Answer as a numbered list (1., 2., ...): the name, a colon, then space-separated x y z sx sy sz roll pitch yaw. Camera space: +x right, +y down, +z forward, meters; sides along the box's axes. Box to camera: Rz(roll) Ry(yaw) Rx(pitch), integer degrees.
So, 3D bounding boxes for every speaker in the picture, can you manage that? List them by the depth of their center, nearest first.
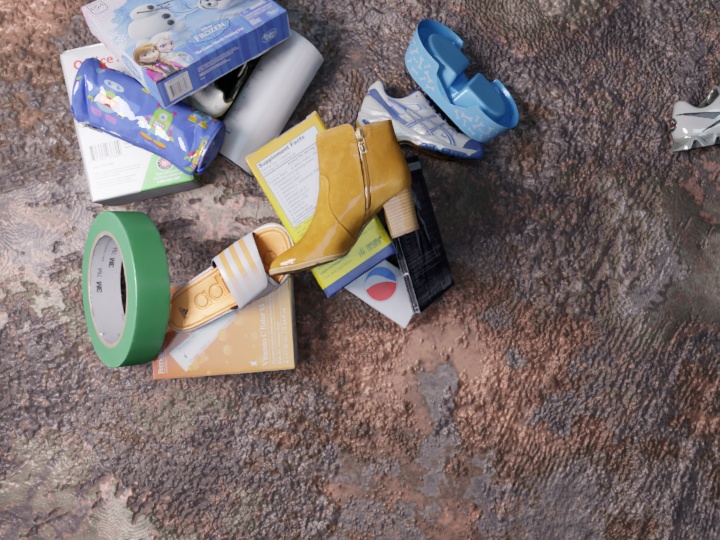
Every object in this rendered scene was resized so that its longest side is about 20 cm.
1. speaker: -0.134 -0.241 0.887 0.080 0.081 0.203 31 89 -4

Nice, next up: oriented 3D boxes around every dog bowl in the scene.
1. dog bowl: 0.143 -0.270 0.897 0.200 0.112 0.049 45 133 -5

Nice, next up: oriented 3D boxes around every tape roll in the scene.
1. tape roll: -0.318 0.024 0.830 0.047 0.197 0.208 -4 92 -42

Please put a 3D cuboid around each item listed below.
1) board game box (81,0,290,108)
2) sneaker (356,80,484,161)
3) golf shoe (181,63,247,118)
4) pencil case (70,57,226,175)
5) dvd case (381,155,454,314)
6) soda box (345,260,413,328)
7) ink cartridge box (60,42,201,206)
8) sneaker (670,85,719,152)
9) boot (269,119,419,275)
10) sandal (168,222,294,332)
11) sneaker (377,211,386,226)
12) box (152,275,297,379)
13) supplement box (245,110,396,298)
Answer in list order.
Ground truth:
1. board game box: -0.226 -0.323 0.806 0.198 0.044 0.199 -37 62 -21
2. sneaker: 0.094 -0.218 0.906 0.194 0.075 0.091 15 90 -5
3. golf shoe: -0.177 -0.297 0.856 0.078 0.095 0.206 29 68 -44
4. pencil case: -0.274 -0.192 0.795 0.195 0.078 0.089 24 82 -7
5. dvd case: 0.077 -0.057 0.878 0.016 0.148 0.206 -13 97 30
6. soda box: 0.000 0.000 0.912 0.197 0.064 0.069 34 89 -5
7. ink cartridge box: -0.318 -0.208 0.872 0.141 0.084 0.207 -12 92 -5
8. sneaker: 0.569 -0.238 0.939 0.193 0.074 0.092 -8 94 -4
9. boot: -0.034 -0.088 0.733 0.196 0.071 0.148 -20 91 -7
10. sandal: -0.171 0.020 0.795 0.204 0.059 0.080 -35 94 6
11. sneaker: -0.022 -0.148 0.909 0.199 0.074 0.116 43 80 -6
12. box: -0.190 0.077 0.883 0.193 0.097 0.129 -4 92 -3
13. supplement box: -0.051 -0.085 0.814 0.107 0.110 0.203 -31 98 -2
